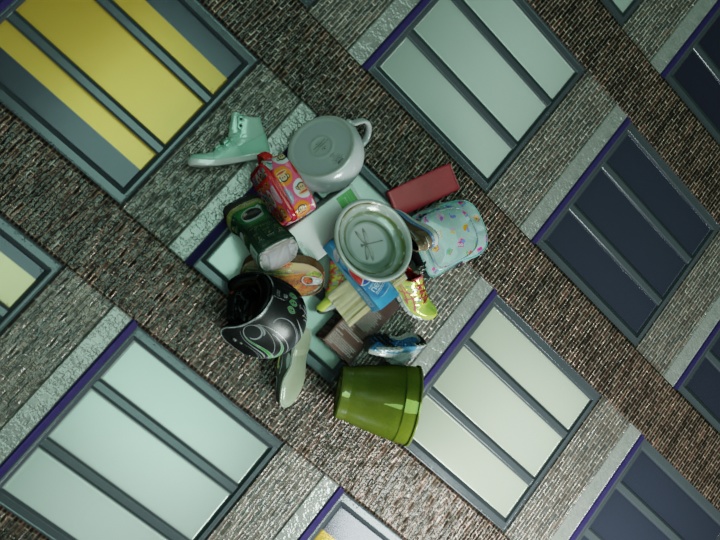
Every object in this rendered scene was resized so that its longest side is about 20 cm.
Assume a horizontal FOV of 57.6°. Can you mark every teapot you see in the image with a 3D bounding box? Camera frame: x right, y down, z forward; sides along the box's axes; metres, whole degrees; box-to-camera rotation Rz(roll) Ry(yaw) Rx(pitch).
[{"bbox_3d":[-0.071,-0.268,1.585,0.200,0.146,0.198,-8,69,14],"label":"teapot"}]

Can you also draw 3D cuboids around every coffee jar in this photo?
[{"bbox_3d":[-0.235,-0.092,1.513,0.104,0.200,0.085,-28,143,-19],"label":"coffee jar"}]

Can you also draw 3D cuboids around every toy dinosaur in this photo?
[{"bbox_3d":[0.114,-0.014,1.581,0.088,0.200,0.048,15,121,1],"label":"toy dinosaur"}]

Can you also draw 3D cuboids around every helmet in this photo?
[{"bbox_3d":[-0.220,0.110,1.510,0.200,0.200,0.191,-50,139,-11],"label":"helmet"}]

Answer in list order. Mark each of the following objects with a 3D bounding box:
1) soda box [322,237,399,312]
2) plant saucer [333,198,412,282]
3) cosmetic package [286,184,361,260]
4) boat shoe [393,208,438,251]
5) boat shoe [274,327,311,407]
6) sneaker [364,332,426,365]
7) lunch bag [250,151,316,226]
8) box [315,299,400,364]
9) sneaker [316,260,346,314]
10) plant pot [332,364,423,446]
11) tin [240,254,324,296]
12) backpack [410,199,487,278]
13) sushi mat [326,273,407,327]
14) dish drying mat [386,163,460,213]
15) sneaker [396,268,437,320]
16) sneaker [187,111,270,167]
[{"bbox_3d":[0.000,0.000,1.547,0.064,0.068,0.200,-40,93,-16],"label":"soda box"},{"bbox_3d":[0.022,-0.064,1.504,0.200,0.050,0.201,9,70,-24],"label":"plant saucer"},{"bbox_3d":[-0.083,-0.113,1.611,0.200,0.085,0.108,-39,106,-14],"label":"cosmetic package"},{"bbox_3d":[0.094,-0.098,1.598,0.072,0.200,0.072,-29,125,-34],"label":"boat shoe"},{"bbox_3d":[-0.174,0.231,1.603,0.072,0.060,0.202,16,88,-52],"label":"boat shoe"},{"bbox_3d":[0.082,0.210,1.648,0.200,0.075,0.087,5,118,-43],"label":"sneaker"},{"bbox_3d":[-0.187,-0.195,1.516,0.082,0.200,0.176,-32,97,-16],"label":"lunch bag"},{"bbox_3d":[-0.007,0.125,1.643,0.200,0.075,0.100,-47,108,-10],"label":"box"},{"bbox_3d":[-0.053,0.021,1.626,0.090,0.078,0.200,42,72,-7],"label":"sneaker"},{"bbox_3d":[0.036,0.315,1.612,0.193,0.200,0.201,12,87,-6],"label":"plant pot"},{"bbox_3d":[-0.184,0.007,1.560,0.200,0.112,0.042,6,48,-3],"label":"tin"},{"bbox_3d":[0.223,-0.090,1.676,0.200,0.153,0.176,-25,90,-19],"label":"backpack"},{"bbox_3d":[0.019,0.039,1.590,0.200,0.012,0.096,-39,93,-19],"label":"sushi mat"},{"bbox_3d":[0.166,-0.211,1.724,0.200,0.018,0.077,-26,99,-16],"label":"dish drying mat"},{"bbox_3d":[0.135,0.046,1.668,0.200,0.090,0.078,46,40,-14],"label":"sneaker"},{"bbox_3d":[-0.317,-0.308,1.537,0.200,0.074,0.118,-16,102,-26],"label":"sneaker"}]
